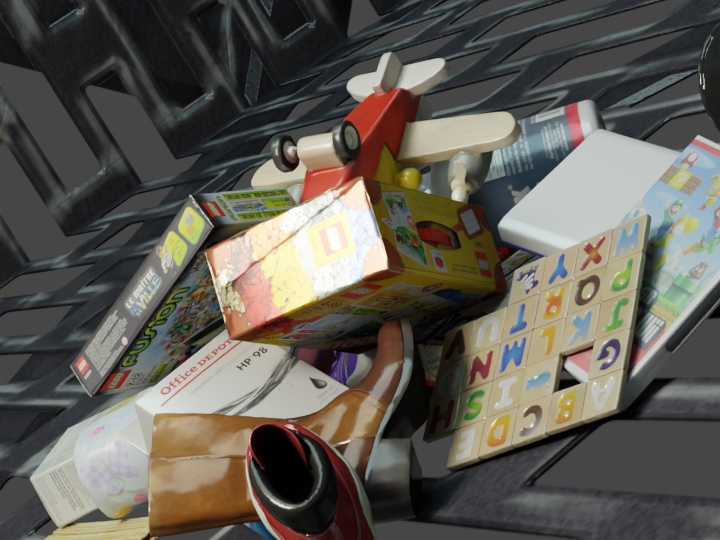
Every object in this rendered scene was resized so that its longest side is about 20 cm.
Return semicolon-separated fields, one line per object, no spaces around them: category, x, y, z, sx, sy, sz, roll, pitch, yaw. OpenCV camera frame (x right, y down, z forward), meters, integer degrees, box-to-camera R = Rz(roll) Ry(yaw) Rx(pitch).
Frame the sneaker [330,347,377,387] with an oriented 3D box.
sneaker;0.012;0.054;1.887;0.083;0.081;0.200;-40;5;23

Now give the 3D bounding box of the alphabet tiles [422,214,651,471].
alphabet tiles;0.124;0.057;1.570;0.200;0.008;0.168;-24;41;42

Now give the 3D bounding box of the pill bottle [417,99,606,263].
pill bottle;0.124;-0.063;1.877;0.199;0.120;0.120;-17;15;11

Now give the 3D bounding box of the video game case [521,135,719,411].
video game case;0.215;-0.002;1.545;0.200;0.017;0.143;-48;28;-2

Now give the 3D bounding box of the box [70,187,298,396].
box;-0.137;0.017;1.716;0.110;0.035;0.200;-8;-36;-50

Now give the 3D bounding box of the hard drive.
hard drive;0.220;-0.041;1.652;0.200;0.025;0.132;21;54;43

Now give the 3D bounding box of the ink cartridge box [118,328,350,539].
ink cartridge box;-0.091;0.117;1.674;0.200;0.067;0.116;28;54;35

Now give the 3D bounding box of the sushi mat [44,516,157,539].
sushi mat;-0.241;0.245;1.890;0.096;0.012;0.200;-40;15;-34

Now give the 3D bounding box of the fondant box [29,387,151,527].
fondant box;-0.194;0.151;2.014;0.199;0.058;0.144;-26;10;13

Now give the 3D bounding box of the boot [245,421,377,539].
boot;-0.046;0.128;1.424;0.072;0.145;0.200;-29;34;-4

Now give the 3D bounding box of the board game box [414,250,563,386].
board game box;0.131;0.036;1.725;0.151;0.046;0.200;-36;13;-18

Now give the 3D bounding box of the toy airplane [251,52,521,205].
toy airplane;0.018;-0.089;1.803;0.199;0.142;0.200;-27;20;-10

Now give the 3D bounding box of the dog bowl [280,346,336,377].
dog bowl;-0.034;0.017;1.941;0.201;0.074;0.200;-59;-10;-17

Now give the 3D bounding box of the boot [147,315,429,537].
boot;-0.052;0.114;1.589;0.199;0.069;0.189;-5;52;12

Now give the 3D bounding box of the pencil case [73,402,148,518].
pencil case;-0.151;0.144;1.883;0.200;0.091;0.083;-27;23;17

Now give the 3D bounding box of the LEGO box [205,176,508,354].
LEGO box;0.000;0.000;1.679;0.149;0.077;0.200;-24;-16;26

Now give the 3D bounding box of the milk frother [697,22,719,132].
milk frother;0.379;-0.219;1.767;0.180;0.200;0.188;-34;12;-28
